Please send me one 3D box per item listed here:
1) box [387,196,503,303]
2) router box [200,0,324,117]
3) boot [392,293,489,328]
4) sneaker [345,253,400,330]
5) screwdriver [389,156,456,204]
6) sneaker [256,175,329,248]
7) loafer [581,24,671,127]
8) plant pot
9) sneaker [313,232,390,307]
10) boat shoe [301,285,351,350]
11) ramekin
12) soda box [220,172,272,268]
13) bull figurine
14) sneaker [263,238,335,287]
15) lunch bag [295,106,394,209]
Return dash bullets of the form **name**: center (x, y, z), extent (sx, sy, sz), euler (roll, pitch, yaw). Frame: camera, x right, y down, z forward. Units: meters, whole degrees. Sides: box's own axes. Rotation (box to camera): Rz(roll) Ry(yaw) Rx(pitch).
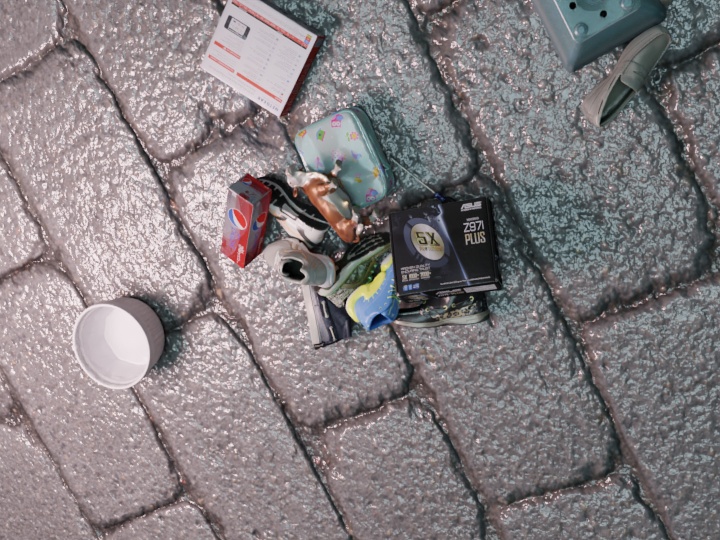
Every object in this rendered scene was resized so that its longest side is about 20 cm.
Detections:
- **box**: center (0.162, -0.037, 1.576), extent (0.197, 0.086, 0.166), euler (-8, 76, 15)
- **router box**: center (-0.198, -0.438, 1.650), extent (0.199, 0.049, 0.181), euler (33, 112, 5)
- **boot**: center (0.155, 0.033, 1.668), extent (0.200, 0.073, 0.156), euler (-4, 101, 12)
- **sneaker**: center (0.066, 0.043, 1.663), extent (0.200, 0.076, 0.105), euler (-45, 51, 9)
- **screwdriver**: center (0.133, -0.161, 1.639), extent (0.199, 0.028, 0.029), euler (34, 83, 1)
- **sneaker**: center (-0.155, -0.118, 1.715), extent (0.199, 0.074, 0.080), euler (38, 141, 14)
- **loafer**: center (0.477, -0.339, 1.462), extent (0.069, 0.070, 0.201), euler (21, 120, -29)
- **plant pot**: center (0.392, -0.461, 1.392), extent (0.195, 0.200, 0.198), euler (-27, 97, 21)
- **sneaker**: center (0.000, 0.000, 1.703), extent (0.199, 0.077, 0.089), euler (-37, 121, 5)
- **boat shoe**: center (-0.073, 0.060, 1.750), extent (0.091, 0.075, 0.203), euler (-10, 97, -5)
- **ramekin**: center (-0.543, 0.157, 1.886), extent (0.197, 0.105, 0.203), euler (4, 107, 14)
- **soda box**: center (-0.236, -0.099, 1.699), extent (0.070, 0.063, 0.201), euler (34, 141, 13)
- **bull figurine**: center (-0.055, -0.141, 1.590), extent (0.200, 0.065, 0.121), euler (47, 147, -12)
- **sneaker**: center (-0.142, -0.018, 1.662), extent (0.198, 0.091, 0.077), euler (18, 105, 43)
- **lunch bag**: center (-0.025, -0.214, 1.647), extent (0.159, 0.077, 0.202), euler (-22, 98, 19)
